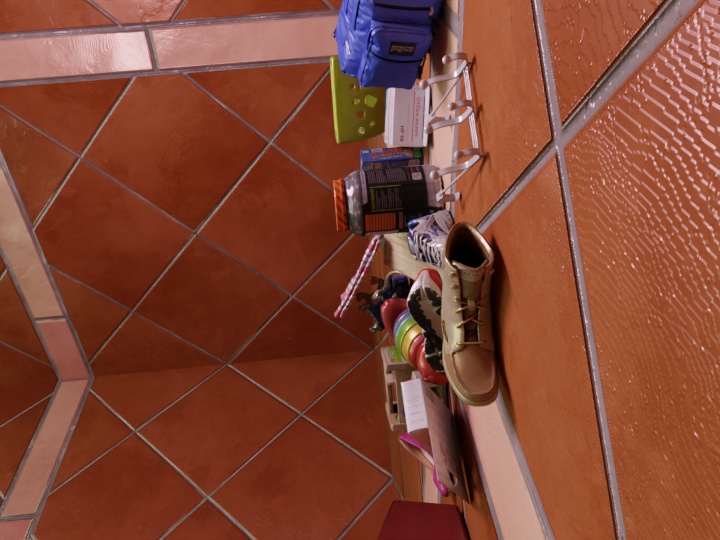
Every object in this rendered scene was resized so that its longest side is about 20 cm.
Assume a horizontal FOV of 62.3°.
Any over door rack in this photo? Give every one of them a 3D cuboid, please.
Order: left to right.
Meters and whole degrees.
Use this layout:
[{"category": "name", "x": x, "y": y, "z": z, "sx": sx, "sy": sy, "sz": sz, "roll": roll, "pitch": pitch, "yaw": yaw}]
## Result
[{"category": "over door rack", "x": 0.121, "y": -0.195, "z": 0.864, "sx": 0.200, "sy": 0.066, "sz": 0.150, "roll": 97, "pitch": 168, "yaw": -79}]

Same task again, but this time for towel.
[{"category": "towel", "x": 0.000, "y": 0.000, "z": 1.308, "sx": 0.202, "sy": 0.030, "sz": 0.146, "roll": -63, "pitch": 0, "yaw": 13}]

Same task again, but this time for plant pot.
[{"category": "plant pot", "x": 0.020, "y": -0.427, "z": 1.466, "sx": 0.199, "sy": 0.179, "sz": 0.203, "roll": -100, "pitch": 5, "yaw": -71}, {"category": "plant pot", "x": 0.122, "y": 0.562, "z": 1.147, "sx": 0.177, "sy": 0.197, "sz": 0.202, "roll": -79, "pitch": -11, "yaw": -49}]

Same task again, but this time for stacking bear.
[{"category": "stacking bear", "x": 0.122, "y": 0.135, "z": 1.104, "sx": 0.200, "sy": 0.120, "sz": 0.115, "roll": -118, "pitch": 15, "yaw": -64}]

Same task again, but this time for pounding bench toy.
[{"category": "pounding bench toy", "x": 0.116, "y": 0.254, "z": 1.217, "sx": 0.200, "sy": 0.122, "sz": 0.159, "roll": -110, "pitch": 15, "yaw": -81}]

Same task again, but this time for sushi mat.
[{"category": "sushi mat", "x": 0.103, "y": -0.027, "z": 1.175, "sx": 0.199, "sy": 0.012, "sz": 0.097, "roll": 29, "pitch": 131, "yaw": 51}]

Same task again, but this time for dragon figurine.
[{"category": "dragon figurine", "x": 0.057, "y": 0.058, "z": 1.286, "sx": 0.200, "sy": 0.098, "sz": 0.059, "roll": -51, "pitch": 40, "yaw": 35}]

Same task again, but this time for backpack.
[{"category": "backpack", "x": 0.056, "y": -0.413, "z": 0.978, "sx": 0.201, "sy": 0.160, "sz": 0.170, "roll": 110, "pitch": 149, "yaw": -54}]

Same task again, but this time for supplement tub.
[{"category": "supplement tub", "x": 0.050, "y": -0.130, "z": 1.119, "sx": 0.123, "sy": 0.197, "sz": 0.125, "roll": 176, "pitch": 90, "yaw": -87}]

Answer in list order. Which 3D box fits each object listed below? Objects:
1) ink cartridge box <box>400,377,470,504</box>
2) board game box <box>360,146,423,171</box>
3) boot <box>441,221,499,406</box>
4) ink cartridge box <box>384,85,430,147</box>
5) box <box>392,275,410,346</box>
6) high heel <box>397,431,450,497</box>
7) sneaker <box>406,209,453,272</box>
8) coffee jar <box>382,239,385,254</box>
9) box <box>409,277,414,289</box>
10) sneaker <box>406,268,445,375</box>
[{"category": "ink cartridge box", "x": 0.134, "y": 0.307, "z": 1.051, "sx": 0.200, "sy": 0.043, "sz": 0.176, "roll": 51, "pitch": -153, "yaw": -51}, {"category": "board game box", "x": 0.066, "y": -0.204, "z": 1.354, "sx": 0.201, "sy": 0.133, "sz": 0.035, "roll": 91, "pitch": 172, "yaw": -63}, {"category": "boot", "x": 0.142, "y": 0.055, "z": 0.770, "sx": 0.156, "sy": 0.072, "sz": 0.202, "roll": 83, "pitch": -174, "yaw": -51}, {"category": "ink cartridge box", "x": 0.091, "y": -0.314, "z": 1.213, "sx": 0.200, "sy": 0.066, "sz": 0.118, "roll": -103, "pitch": 14, "yaw": -76}, {"category": "box", "x": 0.099, "y": 0.107, "z": 1.394, "sx": 0.119, "sy": 0.041, "sz": 0.203, "roll": -99, "pitch": 3, "yaw": -65}, {"category": "high heel", "x": 0.140, "y": 0.422, "z": 1.310, "sx": 0.201, "sy": 0.094, "sz": 0.068, "roll": -99, "pitch": 5, "yaw": -62}, {"category": "sneaker", "x": 0.120, "y": -0.035, "z": 0.980, "sx": 0.201, "sy": 0.084, "sz": 0.078, "roll": -102, "pitch": 7, "yaw": -65}, {"category": "coffee jar", "x": 0.099, "y": -0.067, "z": 1.341, "sx": 0.200, "sy": 0.084, "sz": 0.106, "roll": -119, "pitch": 40, "yaw": -83}, {"category": "box", "x": 0.139, "y": 0.104, "z": 1.362, "sx": 0.138, "sy": 0.039, "sz": 0.202, "roll": -96, "pitch": 2, "yaw": -50}, {"category": "sneaker", "x": 0.134, "y": 0.083, "z": 0.951, "sx": 0.085, "sy": 0.076, "sz": 0.202, "roll": -70, "pitch": -34, "yaw": -52}]
